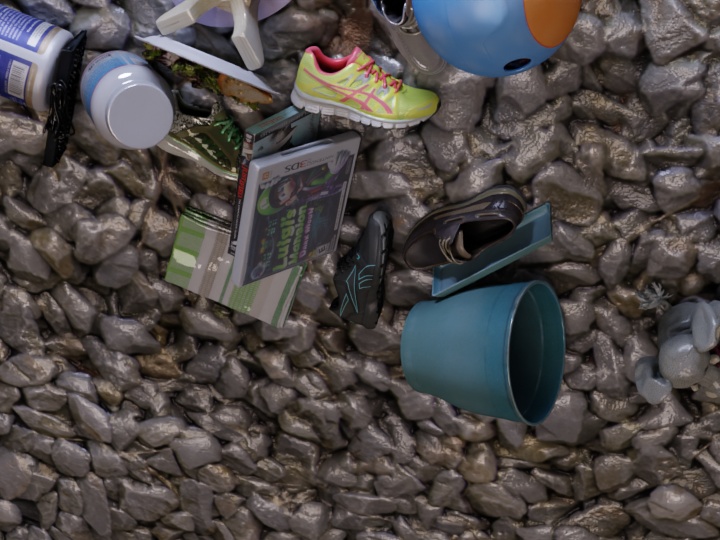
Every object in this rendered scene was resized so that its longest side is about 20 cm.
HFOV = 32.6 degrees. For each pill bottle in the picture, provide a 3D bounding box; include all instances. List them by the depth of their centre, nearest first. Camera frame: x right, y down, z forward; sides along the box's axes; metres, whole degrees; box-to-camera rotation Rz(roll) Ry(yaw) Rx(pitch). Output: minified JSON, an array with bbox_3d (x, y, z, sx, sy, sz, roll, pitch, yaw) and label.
[{"bbox_3d":[-0.301,-0.219,1.603,0.108,0.200,0.109,-6,110,-17],"label":"pill bottle"},{"bbox_3d":[-0.497,-0.302,1.658,0.199,0.116,0.116,22,127,-1],"label":"pill bottle"}]

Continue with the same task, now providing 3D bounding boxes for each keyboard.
[{"bbox_3d":[-0.399,-0.223,1.695,0.039,0.104,0.201,20,128,0],"label":"keyboard"}]

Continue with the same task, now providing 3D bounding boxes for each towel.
[{"bbox_3d":[-0.189,0.001,1.845,0.199,0.031,0.150,21,126,-1],"label":"towel"}]

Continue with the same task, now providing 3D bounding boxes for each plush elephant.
[{"bbox_3d":[0.460,0.114,1.681,0.199,0.155,0.165,31,126,-9],"label":"plush elephant"}]

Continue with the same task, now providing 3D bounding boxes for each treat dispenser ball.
[{"bbox_3d":[0.157,-0.326,1.422,0.200,0.201,0.202,7,126,9],"label":"treat dispenser ball"}]

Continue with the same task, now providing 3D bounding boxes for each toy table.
[{"bbox_3d":[-0.162,-0.352,1.538,0.199,0.117,0.184,-28,114,28],"label":"toy table"}]

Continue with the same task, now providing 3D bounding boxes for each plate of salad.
[{"bbox_3d":[-0.198,-0.253,1.574,0.199,0.200,0.048,22,97,-1],"label":"plate of salad"}]

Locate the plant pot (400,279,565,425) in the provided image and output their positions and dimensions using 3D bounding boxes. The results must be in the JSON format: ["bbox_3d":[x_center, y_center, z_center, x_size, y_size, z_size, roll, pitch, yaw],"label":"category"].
[{"bbox_3d":[0.167,0.111,1.745,0.187,0.200,0.201,1,126,32],"label":"plant pot"}]

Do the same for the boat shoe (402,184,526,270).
[{"bbox_3d":[0.136,-0.050,1.700,0.200,0.073,0.075,-30,113,30],"label":"boat shoe"}]

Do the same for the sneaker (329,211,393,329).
[{"bbox_3d":[0.000,0.000,1.770,0.079,0.076,0.201,14,126,7],"label":"sneaker"}]

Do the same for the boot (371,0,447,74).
[{"bbox_3d":[0.051,-0.316,1.521,0.073,0.096,0.201,-15,119,23],"label":"boot"}]

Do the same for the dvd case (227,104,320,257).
[{"bbox_3d":[-0.116,-0.126,1.671,0.022,0.146,0.201,30,129,24],"label":"dvd case"}]

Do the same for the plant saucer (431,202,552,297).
[{"bbox_3d":[0.184,-0.025,1.710,0.200,0.070,0.019,-29,125,30],"label":"plant saucer"}]

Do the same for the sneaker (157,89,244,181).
[{"bbox_3d":[-0.194,-0.187,1.694,0.199,0.077,0.089,21,118,-3],"label":"sneaker"}]

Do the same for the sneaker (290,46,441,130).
[{"bbox_3d":[0.008,-0.242,1.599,0.199,0.078,0.091,10,119,5],"label":"sneaker"}]

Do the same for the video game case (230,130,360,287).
[{"bbox_3d":[-0.088,-0.083,1.682,0.023,0.181,0.201,41,134,31],"label":"video game case"}]
